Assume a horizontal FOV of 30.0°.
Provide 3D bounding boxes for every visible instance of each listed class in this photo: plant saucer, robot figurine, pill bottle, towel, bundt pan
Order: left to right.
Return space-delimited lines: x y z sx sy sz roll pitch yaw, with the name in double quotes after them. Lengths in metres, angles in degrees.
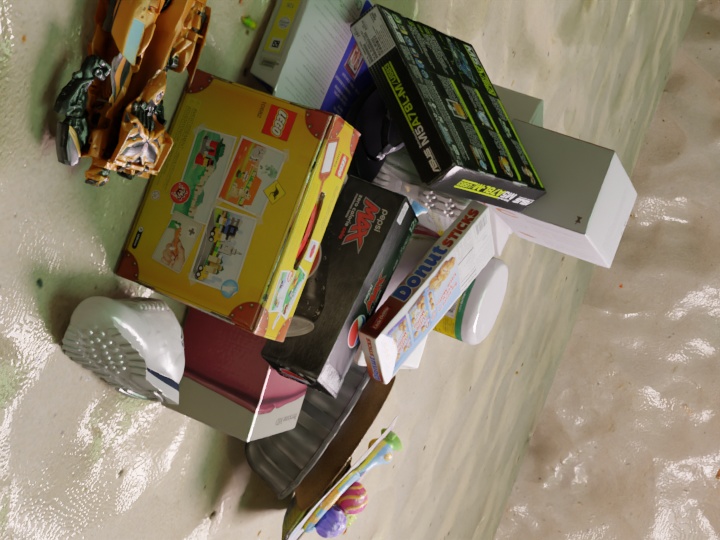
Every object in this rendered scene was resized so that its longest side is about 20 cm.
-0.173 -0.160 1.058 0.145 0.058 0.202 7 102 -69 "robot figurine"
-0.066 0.162 1.570 0.203 0.075 0.202 -54 -176 5 "bundt pan"
-0.055 0.277 1.737 0.144 0.023 0.200 -56 -177 0 "towel"
-0.028 0.199 1.630 0.201 0.035 0.200 -55 -177 5 "plant saucer"
0.075 0.009 1.687 0.113 0.198 0.114 -53 154 -39 "pill bottle"

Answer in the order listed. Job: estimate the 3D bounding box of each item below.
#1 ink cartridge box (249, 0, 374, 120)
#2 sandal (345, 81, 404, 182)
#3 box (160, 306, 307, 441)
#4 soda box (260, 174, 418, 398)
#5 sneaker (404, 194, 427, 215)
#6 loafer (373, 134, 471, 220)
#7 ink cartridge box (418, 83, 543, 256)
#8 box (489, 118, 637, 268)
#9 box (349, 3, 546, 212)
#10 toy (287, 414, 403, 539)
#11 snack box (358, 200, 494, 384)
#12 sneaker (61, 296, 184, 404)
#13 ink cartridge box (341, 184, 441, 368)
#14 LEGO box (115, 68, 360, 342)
-0.043 -0.197 1.362 0.202 0.047 0.198 -67 155 -9 "ink cartridge box"
0.036 -0.174 1.430 0.201 0.042 0.076 -62 142 -29 "sandal"
-0.107 0.058 1.379 0.128 0.108 0.202 -3 111 -69 "box"
-0.019 0.015 1.305 0.202 0.070 0.063 -64 159 -13 "soda box"
0.013 -0.038 1.588 0.071 0.073 0.200 -11 152 -37 "sneaker"
0.049 -0.124 1.493 0.070 0.198 0.070 -63 178 -25 "loafer"
0.105 -0.140 1.621 0.145 0.198 0.148 -60 159 -24 "ink cartridge box"
0.230 -0.084 1.526 0.098 0.123 0.200 -68 160 -3 "box"
0.092 -0.164 1.380 0.047 0.202 0.192 -34 157 25 "box"
-0.014 0.270 1.595 0.200 0.047 0.115 -48 169 -30 "toy"
0.070 0.020 1.351 0.200 0.024 0.072 -48 146 -28 "snack box"
-0.205 0.055 1.190 0.200 0.075 0.081 71 31 -68 "sneaker"
0.000 0.000 1.460 0.082 0.200 0.148 7 106 -33 "ink cartridge box"
-0.108 -0.059 1.199 0.202 0.148 0.077 -69 160 -1 "LEGO box"
